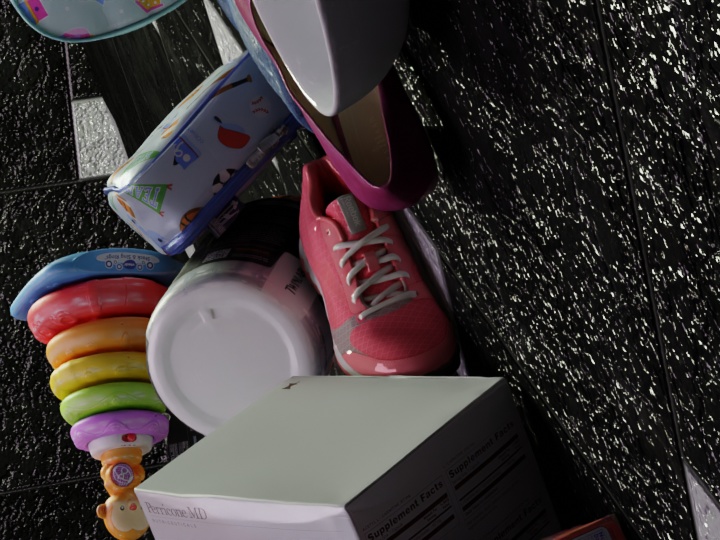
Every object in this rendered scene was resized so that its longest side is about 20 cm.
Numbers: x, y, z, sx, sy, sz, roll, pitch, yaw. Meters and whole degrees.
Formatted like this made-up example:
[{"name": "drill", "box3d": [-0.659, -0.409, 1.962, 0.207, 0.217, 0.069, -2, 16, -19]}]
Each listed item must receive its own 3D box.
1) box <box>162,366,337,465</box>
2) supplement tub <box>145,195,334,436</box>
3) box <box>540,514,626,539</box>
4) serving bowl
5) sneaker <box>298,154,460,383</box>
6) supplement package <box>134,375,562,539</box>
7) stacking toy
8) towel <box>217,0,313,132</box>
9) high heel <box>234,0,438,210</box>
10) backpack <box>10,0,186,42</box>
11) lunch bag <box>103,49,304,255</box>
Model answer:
[{"name": "box", "box3d": [-0.063, 0.104, 1.673, 0.050, 0.157, 0.200, 77, -179, -47]}, {"name": "supplement tub", "box3d": [-0.067, 0.025, 1.583, 0.200, 0.122, 0.123, -63, -44, -66]}, {"name": "box", "box3d": [0.118, 0.240, 1.199, 0.201, 0.102, 0.095, 65, 166, 7]}, {"name": "serving bowl", "box3d": [-0.024, -0.181, 1.138, 0.200, 0.066, 0.201, 157, 90, -82]}, {"name": "sneaker", "box3d": [0.000, 0.000, 1.438, 0.200, 0.074, 0.087, -123, 14, -50]}, {"name": "supplement package", "box3d": [0.008, 0.183, 1.352, 0.191, 0.147, 0.201, -3, 114, 47]}, {"name": "stacking toy", "box3d": [-0.174, 0.093, 1.634, 0.110, 0.116, 0.201, -38, 55, 56]}, {"name": "towel", "box3d": [-0.062, -0.174, 1.456, 0.200, 0.048, 0.112, -122, 12, -48]}, {"name": "high heel", "box3d": [-0.025, -0.119, 1.232, 0.201, 0.067, 0.096, 63, -169, 5]}, {"name": "backpack", "box3d": [-0.189, -0.260, 1.608, 0.153, 0.175, 0.201, -124, 9, -69]}, {"name": "lunch bag", "box3d": [-0.100, -0.086, 1.592, 0.076, 0.160, 0.200, 44, 174, -9]}]
